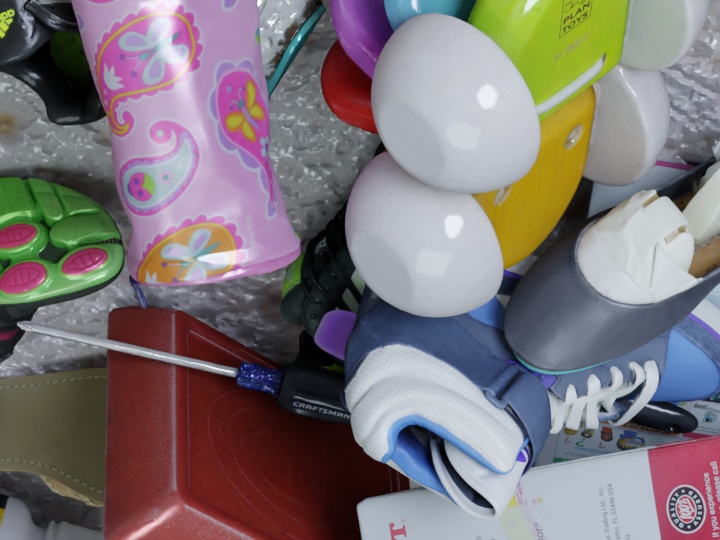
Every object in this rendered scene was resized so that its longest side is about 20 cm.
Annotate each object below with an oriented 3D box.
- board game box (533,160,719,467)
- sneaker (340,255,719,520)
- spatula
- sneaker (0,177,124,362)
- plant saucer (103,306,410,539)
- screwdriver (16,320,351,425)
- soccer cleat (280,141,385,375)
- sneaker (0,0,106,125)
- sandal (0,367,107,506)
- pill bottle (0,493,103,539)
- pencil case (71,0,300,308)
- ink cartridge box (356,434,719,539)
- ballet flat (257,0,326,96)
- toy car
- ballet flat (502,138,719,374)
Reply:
[{"bbox_3d":[0.176,0.036,1.485,0.147,0.064,0.200,10,140,1],"label":"board game box"},{"bbox_3d":[0.087,0.068,1.374,0.200,0.147,0.081,17,141,-13],"label":"sneaker"},{"bbox_3d":[0.076,0.055,1.464,0.200,0.021,0.057,12,154,-5],"label":"spatula"},{"bbox_3d":[-0.201,0.006,1.532,0.200,0.077,0.084,-15,153,31],"label":"sneaker"},{"bbox_3d":[-0.043,0.112,1.529,0.200,0.200,0.037,30,118,-23],"label":"plant saucer"},{"bbox_3d":[-0.080,0.049,1.498,0.200,0.028,0.029,15,163,-12],"label":"screwdriver"},{"bbox_3d":[0.000,0.000,1.476,0.081,0.068,0.200,8,144,3],"label":"soccer cleat"},{"bbox_3d":[-0.162,-0.140,1.319,0.074,0.088,0.200,-16,134,28],"label":"sneaker"},{"bbox_3d":[-0.161,0.095,1.642,0.211,0.078,0.070,4,173,18],"label":"sandal"},{"bbox_3d":[-0.260,0.180,1.709,0.200,0.114,0.114,13,141,-5],"label":"pill bottle"},{"bbox_3d":[-0.084,-0.089,1.300,0.087,0.087,0.200,-5,106,18],"label":"pencil case"},{"bbox_3d":[0.120,0.168,1.447,0.200,0.146,0.145,-11,173,18],"label":"ink cartridge box"},{"bbox_3d":[-0.074,-0.079,1.402,0.072,0.072,0.200,17,134,-10],"label":"ballet flat"},{"bbox_3d":[0.051,-0.093,1.303,0.150,0.175,0.200,40,147,21],"label":"toy car"},{"bbox_3d":[0.152,-0.020,1.351,0.200,0.073,0.073,-27,149,-24],"label":"ballet flat"}]
